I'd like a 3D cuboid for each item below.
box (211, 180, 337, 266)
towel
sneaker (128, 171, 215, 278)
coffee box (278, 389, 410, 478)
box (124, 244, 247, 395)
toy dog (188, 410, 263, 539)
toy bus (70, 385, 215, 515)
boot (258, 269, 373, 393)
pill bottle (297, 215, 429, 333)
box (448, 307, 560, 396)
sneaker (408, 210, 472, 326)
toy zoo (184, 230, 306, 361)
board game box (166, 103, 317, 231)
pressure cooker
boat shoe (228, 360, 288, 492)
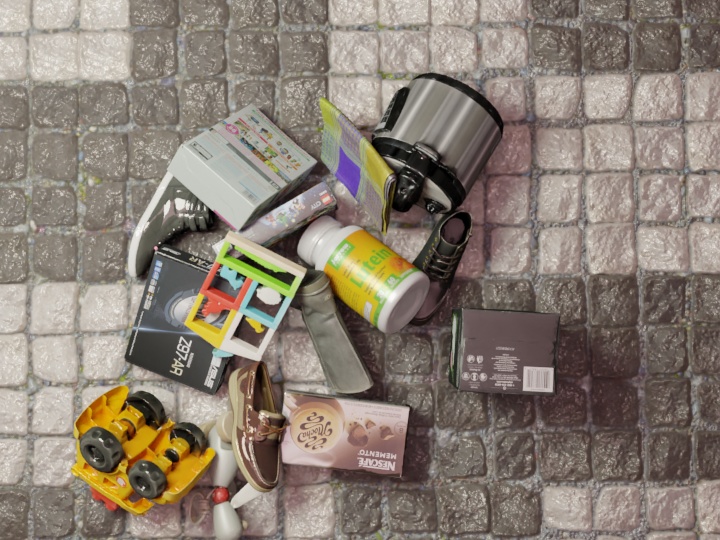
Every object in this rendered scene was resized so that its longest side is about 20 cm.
[{"bbox_3d":[-0.130,-0.069,1.608,0.200,0.137,0.038,-30,88,0],"label":"box"},{"bbox_3d":[-0.008,-0.162,1.581,0.023,0.144,0.200,-27,62,-20],"label":"towel"},{"bbox_3d":[-0.296,-0.067,1.642,0.099,0.071,0.200,24,83,7],"label":"sneaker"},{"bbox_3d":[-0.025,0.257,1.617,0.199,0.080,0.113,8,86,2],"label":"coffee box"},{"bbox_3d":[-0.270,0.079,1.614,0.160,0.044,0.200,22,110,2],"label":"box"},{"bbox_3d":[-0.196,0.317,1.612,0.096,0.132,0.201,5,92,-37],"label":"toy dog"},{"bbox_3d":[-0.348,0.310,1.585,0.200,0.136,0.192,31,125,12],"label":"toy bus"},{"bbox_3d":[-0.070,0.094,1.623,0.073,0.182,0.200,-38,115,-23],"label":"boot"},{"bbox_3d":[0.000,0.000,1.597,0.200,0.111,0.111,37,88,23],"label":"pill bottle"},{"bbox_3d":[0.215,0.122,1.560,0.148,0.200,0.125,3,88,1],"label":"box"},{"bbox_3d":[0.117,-0.007,1.616,0.075,0.106,0.200,22,88,2],"label":"sneaker"},{"bbox_3d":[-0.182,0.053,1.549,0.131,0.020,0.200,27,113,-5],"label":"toy zoo"},{"bbox_3d":[-0.179,-0.163,1.587,0.148,0.200,0.064,42,128,3],"label":"board game box"},{"bbox_3d":[0.107,-0.181,1.579,0.178,0.176,0.200,20,74,44],"label":"pressure cooker"},{"bbox_3d":[-0.150,0.235,1.562,0.072,0.072,0.200,-30,59,36],"label":"boat shoe"}]
